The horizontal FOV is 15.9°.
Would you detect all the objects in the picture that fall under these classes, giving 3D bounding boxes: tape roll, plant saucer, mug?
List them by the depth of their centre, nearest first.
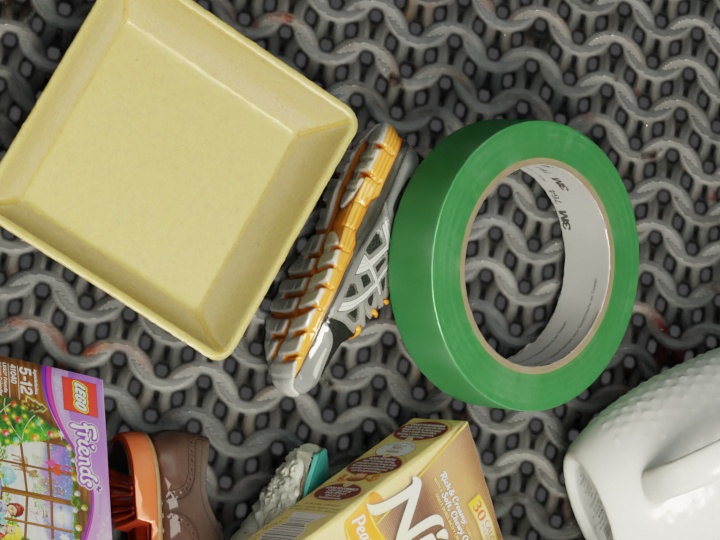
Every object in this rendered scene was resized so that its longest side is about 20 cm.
[{"bbox_3d":[-0.131,-0.072,1.738,0.199,0.048,0.201,33,76,-16],"label":"plant saucer"},{"bbox_3d":[0.242,0.133,1.787,0.174,0.200,0.148,-20,83,-11],"label":"mug"},{"bbox_3d":[0.108,-0.004,1.790,0.200,0.048,0.202,-4,96,-41],"label":"tape roll"}]

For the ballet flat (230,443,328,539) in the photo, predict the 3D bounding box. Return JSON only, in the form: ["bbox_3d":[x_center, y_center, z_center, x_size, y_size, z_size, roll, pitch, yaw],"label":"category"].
[{"bbox_3d":[-0.064,0.214,1.738,0.071,0.072,0.201,9,81,-20],"label":"ballet flat"}]

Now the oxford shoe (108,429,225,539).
[{"bbox_3d":[-0.119,0.205,1.713,0.072,0.071,0.201,-4,87,-26],"label":"oxford shoe"}]

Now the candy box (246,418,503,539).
[{"bbox_3d":[0.008,0.194,1.722,0.200,0.055,0.116,-33,114,-40],"label":"candy box"}]

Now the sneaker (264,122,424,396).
[{"bbox_3d":[0.000,0.000,1.770,0.077,0.078,0.201,32,76,-23],"label":"sneaker"}]

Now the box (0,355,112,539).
[{"bbox_3d":[-0.225,0.147,1.630,0.136,0.039,0.201,16,50,-31],"label":"box"}]
